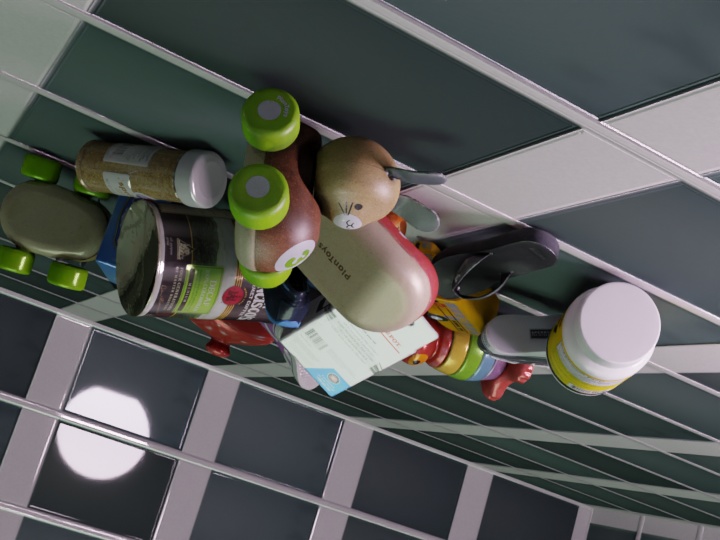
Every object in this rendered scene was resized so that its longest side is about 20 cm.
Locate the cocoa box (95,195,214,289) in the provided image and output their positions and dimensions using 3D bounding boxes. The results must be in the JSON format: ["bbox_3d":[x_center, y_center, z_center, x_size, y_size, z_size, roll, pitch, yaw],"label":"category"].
[{"bbox_3d":[-0.289,-0.033,1.571,0.130,0.135,0.200,18,167,-1],"label":"cocoa box"}]

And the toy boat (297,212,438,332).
[{"bbox_3d":[0.012,-0.029,1.255,0.200,0.130,0.131,48,133,6],"label":"toy boat"}]

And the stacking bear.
[{"bbox_3d":[0.131,0.105,1.565,0.198,0.115,0.121,13,149,-23],"label":"stacking bear"}]

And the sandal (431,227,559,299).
[{"bbox_3d":[0.143,-0.001,1.258,0.076,0.043,0.200,29,151,-23],"label":"sandal"}]

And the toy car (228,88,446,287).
[{"bbox_3d":[-0.018,-0.069,1.060,0.197,0.159,0.165,6,156,1],"label":"toy car"}]

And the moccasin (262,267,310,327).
[{"bbox_3d":[-0.088,-0.023,1.326,0.080,0.201,0.068,2,137,-27],"label":"moccasin"}]

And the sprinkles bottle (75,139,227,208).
[{"bbox_3d":[-0.257,-0.120,1.330,0.198,0.069,0.068,10,165,33],"label":"sprinkles bottle"}]

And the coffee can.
[{"bbox_3d":[-0.197,-0.009,1.405,0.198,0.148,0.146,4,175,-32],"label":"coffee can"}]

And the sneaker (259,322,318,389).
[{"bbox_3d":[-0.111,0.099,1.708,0.114,0.072,0.201,39,159,37],"label":"sneaker"}]

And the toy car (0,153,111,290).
[{"bbox_3d":[-0.428,-0.066,1.609,0.156,0.166,0.200,17,179,4],"label":"toy car"}]

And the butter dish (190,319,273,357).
[{"bbox_3d":[-0.220,0.075,1.857,0.198,0.149,0.199,28,170,-35],"label":"butter dish"}]

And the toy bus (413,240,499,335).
[{"bbox_3d":[0.120,0.026,1.431,0.078,0.066,0.200,11,165,24],"label":"toy bus"}]

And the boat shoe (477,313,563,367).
[{"bbox_3d":[0.255,0.099,1.468,0.197,0.073,0.068,2,162,-9],"label":"boat shoe"}]

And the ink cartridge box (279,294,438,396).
[{"bbox_3d":[0.004,0.073,1.460,0.199,0.067,0.116,-30,110,31],"label":"ink cartridge box"}]

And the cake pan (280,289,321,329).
[{"bbox_3d":[-0.052,0.058,1.623,0.199,0.037,0.201,26,-156,-12],"label":"cake pan"}]

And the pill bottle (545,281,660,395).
[{"bbox_3d":[0.296,0.083,1.330,0.113,0.115,0.200,16,166,4],"label":"pill bottle"}]

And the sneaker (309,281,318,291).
[{"bbox_3d":[0.000,0.000,1.505,0.199,0.076,0.078,20,155,-34],"label":"sneaker"}]
